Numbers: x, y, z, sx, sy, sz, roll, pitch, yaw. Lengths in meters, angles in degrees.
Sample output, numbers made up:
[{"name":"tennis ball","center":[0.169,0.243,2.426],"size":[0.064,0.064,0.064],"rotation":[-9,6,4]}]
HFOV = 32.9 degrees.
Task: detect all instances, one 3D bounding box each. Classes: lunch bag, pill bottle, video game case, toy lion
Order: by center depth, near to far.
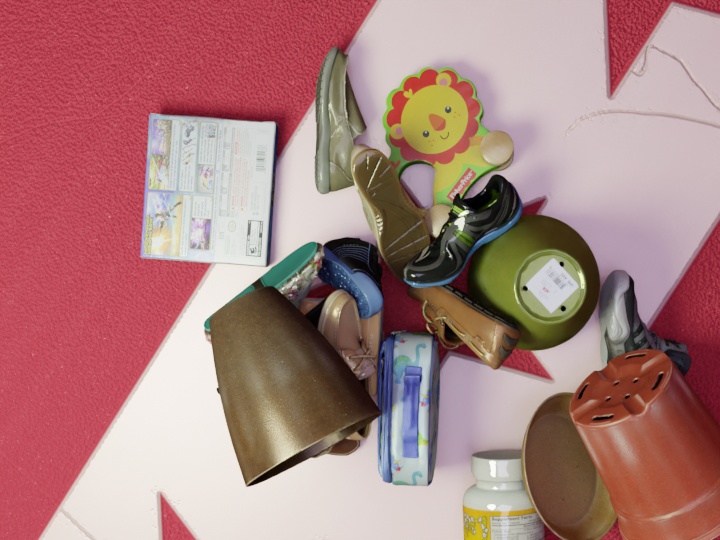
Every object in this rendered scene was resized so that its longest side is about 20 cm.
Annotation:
[{"name":"lunch bag","center":[0.065,0.183,1.639],"size":[0.081,0.161,0.204],"rotation":[1,92,4]},{"name":"pill bottle","center":[0.195,0.351,1.657],"size":[0.111,0.113,0.204],"rotation":[-2,91,3]},{"name":"toy lion","center":[0.103,-0.170,1.687],"size":[0.191,0.069,0.201],"rotation":[38,93,9]},{"name":"video game case","center":[-0.211,-0.112,1.709],"size":[0.178,0.045,0.204],"rotation":[4,91,2]}]

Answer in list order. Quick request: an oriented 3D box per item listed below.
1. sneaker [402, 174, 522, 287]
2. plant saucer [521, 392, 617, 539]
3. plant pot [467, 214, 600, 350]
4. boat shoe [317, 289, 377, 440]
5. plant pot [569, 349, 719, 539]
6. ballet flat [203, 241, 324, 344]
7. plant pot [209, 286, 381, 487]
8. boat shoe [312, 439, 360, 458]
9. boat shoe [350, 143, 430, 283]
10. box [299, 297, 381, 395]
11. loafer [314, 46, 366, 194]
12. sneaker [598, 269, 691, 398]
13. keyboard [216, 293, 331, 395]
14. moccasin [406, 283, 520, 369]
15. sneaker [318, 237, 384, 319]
[{"name":"sneaker","center":[0.127,-0.054,1.605],"size":[0.199,0.071,0.083],"rotation":[-41,128,-13]},{"name":"plant saucer","center":[0.279,0.267,1.645],"size":[0.198,0.035,0.203],"rotation":[13,69,-36]},{"name":"plant pot","center":[0.237,0.017,1.605],"size":[0.184,0.200,0.190],"rotation":[0,90,2]},{"name":"boat shoe","center":[-0.010,0.125,1.571],"size":[0.068,0.073,0.203],"rotation":[14,116,36]},{"name":"plant pot","center":[0.378,0.223,1.573],"size":[0.199,0.201,0.196],"rotation":[-34,109,3]},{"name":"ballet flat","center":[-0.118,0.040,1.607],"size":[0.199,0.076,0.064],"rotation":[-36,118,6]},{"name":"plant pot","center":[-0.100,0.129,1.488],"size":[0.185,0.187,0.202],"rotation":[-28,80,3]},{"name":"boat shoe","center":[-0.068,0.221,1.641],"size":[0.076,0.199,0.072],"rotation":[-45,47,18]},{"name":"boat shoe","center":[0.039,-0.078,1.649],"size":[0.071,0.065,0.202],"rotation":[-27,112,-2]},{"name":"box","center":[-0.069,0.102,1.677],"size":[0.197,0.097,0.127],"rotation":[2,91,4]},{"name":"loafer","center":[-0.027,-0.207,1.691],"size":[0.068,0.075,0.204],"rotation":[2,95,-8]},{"name":"sneaker","center":[0.385,0.090,1.652],"size":[0.112,0.076,0.203],"rotation":[-6,111,-3]},{"name":"keyboard","center":[-0.108,0.100,1.594],"size":[0.199,0.021,0.127],"rotation":[-39,126,3]},{"name":"moccasin","center":[0.126,0.069,1.599],"size":[0.201,0.073,0.078],"rotation":[33,97,43]},{"name":"sneaker","center":[0.000,0.000,1.628],"size":[0.077,0.200,0.071],"rotation":[-21,118,-15]}]
